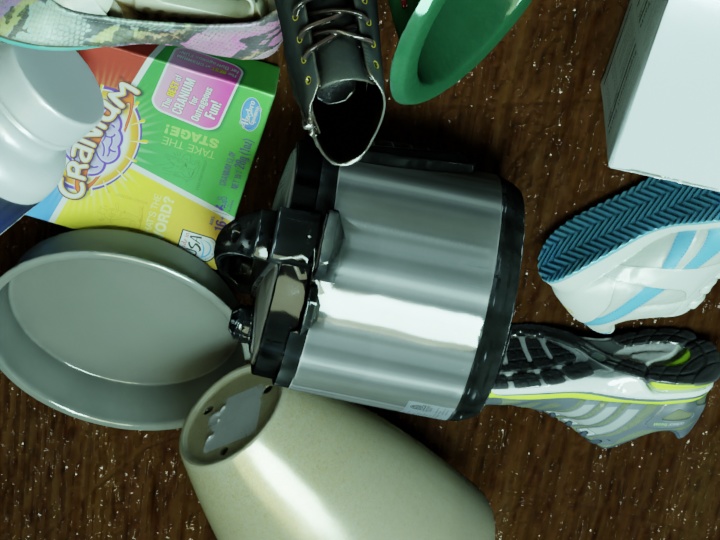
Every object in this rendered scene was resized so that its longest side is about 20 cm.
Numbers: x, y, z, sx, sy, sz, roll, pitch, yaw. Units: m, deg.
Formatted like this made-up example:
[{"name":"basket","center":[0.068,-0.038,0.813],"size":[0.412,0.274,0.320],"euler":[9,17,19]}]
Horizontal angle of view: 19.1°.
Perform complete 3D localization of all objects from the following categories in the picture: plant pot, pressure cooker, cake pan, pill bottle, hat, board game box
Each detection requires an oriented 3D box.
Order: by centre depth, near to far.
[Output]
[{"name":"hat","center":[0.024,-0.233,1.326],"size":[0.176,0.166,0.200],"euler":[40,98,15]},{"name":"pill bottle","center":[-0.264,-0.072,1.399],"size":[0.200,0.111,0.111],"euler":[-37,114,24]},{"name":"pressure cooker","center":[0.000,0.003,1.441],"size":[0.199,0.179,0.176],"euler":[11,127,-4]},{"name":"board game box","center":[-0.172,-0.096,1.468],"size":[0.199,0.040,0.153],"euler":[16,123,-7]},{"name":"plant pot","center":[-0.033,0.163,1.531],"size":[0.187,0.188,0.200],"euler":[-27,124,20]},{"name":"cake pan","center":[-0.172,0.042,1.536],"size":[0.199,0.037,0.201],"euler":[5,139,5]}]

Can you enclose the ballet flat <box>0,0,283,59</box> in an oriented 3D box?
[{"name":"ballet flat","center":[-0.138,-0.174,1.337],"size":[0.199,0.069,0.071],"euler":[4,147,-15]}]

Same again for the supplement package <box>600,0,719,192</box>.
[{"name":"supplement package","center":[0.273,-0.135,1.371],"size":[0.199,0.111,0.156],"euler":[13,124,-5]}]

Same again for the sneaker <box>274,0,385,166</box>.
[{"name":"sneaker","center":[-0.016,-0.169,1.279],"size":[0.074,0.106,0.201],"euler":[-12,119,-3]}]

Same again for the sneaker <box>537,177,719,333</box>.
[{"name":"sneaker","center":[0.226,-0.021,1.479],"size":[0.199,0.077,0.081],"euler":[-23,128,25]}]

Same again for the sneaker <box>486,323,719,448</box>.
[{"name":"sneaker","center":[0.160,0.092,1.555],"size":[0.199,0.074,0.081],"euler":[3,127,4]}]
